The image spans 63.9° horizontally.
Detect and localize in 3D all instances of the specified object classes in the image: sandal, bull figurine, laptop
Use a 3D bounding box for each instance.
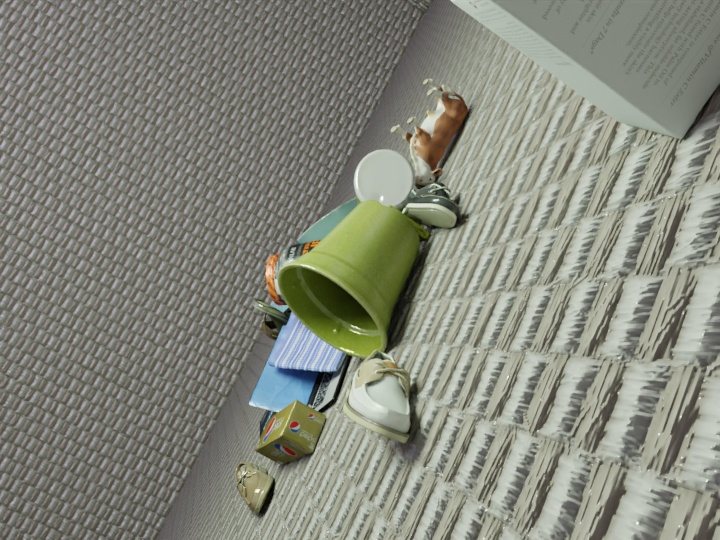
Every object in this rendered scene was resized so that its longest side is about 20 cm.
[{"bbox_3d":[-0.180,0.129,1.266,0.058,0.078,0.203,-55,-32,-20],"label":"sandal"},{"bbox_3d":[0.131,-0.258,1.086,0.064,0.121,0.203,10,64,54],"label":"bull figurine"},{"bbox_3d":[-0.102,0.168,1.095,0.200,0.114,0.191,-48,17,52],"label":"laptop"}]

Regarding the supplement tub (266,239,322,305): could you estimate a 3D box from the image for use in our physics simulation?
[{"bbox_3d":[-0.073,0.005,1.101,0.194,0.125,0.124,-10,31,15],"label":"supplement tub"}]

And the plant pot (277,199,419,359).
[{"bbox_3d":[0.000,0.000,0.905,0.186,0.199,0.200,-53,5,-30],"label":"plant pot"}]

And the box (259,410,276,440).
[{"bbox_3d":[-0.153,0.276,1.250,0.204,0.049,0.198,-62,9,-3],"label":"box"}]

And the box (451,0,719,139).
[{"bbox_3d":[0.193,-0.224,0.436,0.154,0.197,0.107,-57,12,16],"label":"box"}]

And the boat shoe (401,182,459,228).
[{"bbox_3d":[0.109,-0.107,0.892,0.069,0.070,0.200,-63,9,3],"label":"boat shoe"}]

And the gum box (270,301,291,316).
[{"bbox_3d":[-0.101,0.052,1.293,0.200,0.165,0.046,-37,69,65],"label":"gum box"}]

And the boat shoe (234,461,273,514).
[{"bbox_3d":[-0.217,0.420,1.135,0.074,0.064,0.200,-63,10,-11],"label":"boat shoe"}]

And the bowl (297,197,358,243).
[{"bbox_3d":[-0.030,-0.069,1.269,0.197,0.107,0.201,-31,-4,-2],"label":"bowl"}]

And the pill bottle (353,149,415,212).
[{"bbox_3d":[0.048,-0.140,1.089,0.115,0.111,0.200,-61,-7,-7],"label":"pill bottle"}]

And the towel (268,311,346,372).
[{"bbox_3d":[-0.087,0.123,1.100,0.196,0.024,0.147,-5,48,43],"label":"towel"}]

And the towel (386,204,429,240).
[{"bbox_3d":[0.053,-0.067,1.025,0.018,0.085,0.200,-57,9,-12],"label":"towel"}]

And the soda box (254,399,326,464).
[{"bbox_3d":[-0.129,0.294,1.038,0.200,0.063,0.069,-44,19,57],"label":"soda box"}]

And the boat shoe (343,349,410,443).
[{"bbox_3d":[0.022,0.139,0.676,0.070,0.073,0.200,-66,10,-1],"label":"boat shoe"}]
